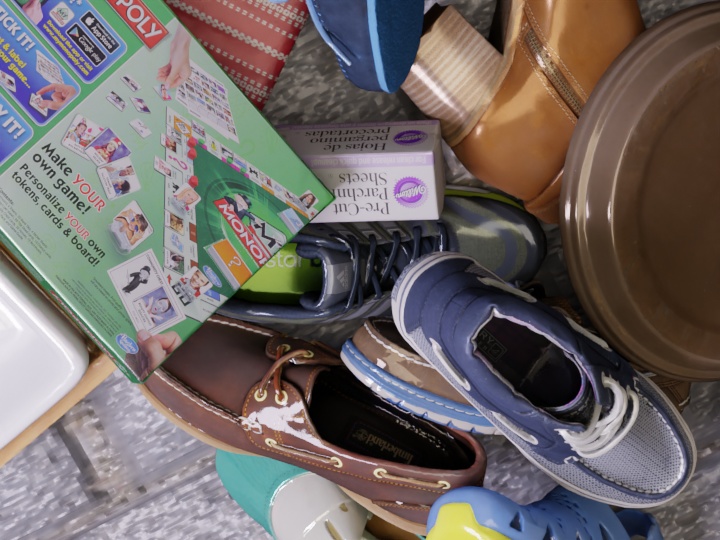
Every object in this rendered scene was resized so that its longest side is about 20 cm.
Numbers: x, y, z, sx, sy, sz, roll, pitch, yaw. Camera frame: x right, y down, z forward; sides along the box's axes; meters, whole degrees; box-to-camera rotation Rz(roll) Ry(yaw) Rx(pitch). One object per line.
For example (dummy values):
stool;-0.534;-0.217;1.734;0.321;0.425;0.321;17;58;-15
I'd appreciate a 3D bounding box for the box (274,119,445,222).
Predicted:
box;-0.057;-0.049;1.087;0.199;0.039;0.042;-1;119;9

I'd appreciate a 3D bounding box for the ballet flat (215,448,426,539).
ballet flat;0.007;0.152;1.145;0.200;0.070;0.067;36;105;-8

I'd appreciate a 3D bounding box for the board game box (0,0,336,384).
board game box;-0.126;-0.064;1.019;0.135;0.029;0.200;-44;99;-14

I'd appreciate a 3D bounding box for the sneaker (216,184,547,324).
sneaker;0.000;0.000;1.107;0.199;0.081;0.074;-7;103;-2

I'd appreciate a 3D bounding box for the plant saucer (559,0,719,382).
plant saucer;0.193;-0.038;1.091;0.199;0.029;0.201;-6;103;-27

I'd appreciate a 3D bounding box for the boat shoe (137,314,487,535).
boat shoe;-0.025;0.069;1.109;0.199;0.070;0.071;23;62;4

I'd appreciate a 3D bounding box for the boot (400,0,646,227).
boot;0.130;-0.119;1.090;0.155;0.077;0.200;41;93;-13

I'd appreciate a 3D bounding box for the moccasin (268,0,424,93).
moccasin;-0.015;-0.176;1.008;0.068;0.081;0.201;6;129;22

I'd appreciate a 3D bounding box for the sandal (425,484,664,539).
sandal;0.102;0.148;1.117;0.079;0.200;0.087;-1;66;36

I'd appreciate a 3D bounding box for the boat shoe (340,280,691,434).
boat shoe;0.085;0.043;1.109;0.199;0.072;0.073;11;110;-27

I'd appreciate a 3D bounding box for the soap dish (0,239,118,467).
soap dish;-0.229;0.034;1.085;0.200;0.081;0.157;-39;100;26

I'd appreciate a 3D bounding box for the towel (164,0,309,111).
towel;-0.095;-0.156;1.102;0.144;0.022;0.201;26;100;-7

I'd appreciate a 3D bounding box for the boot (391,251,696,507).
boot;0.103;0.068;1.034;0.200;0.090;0.073;34;92;-25
